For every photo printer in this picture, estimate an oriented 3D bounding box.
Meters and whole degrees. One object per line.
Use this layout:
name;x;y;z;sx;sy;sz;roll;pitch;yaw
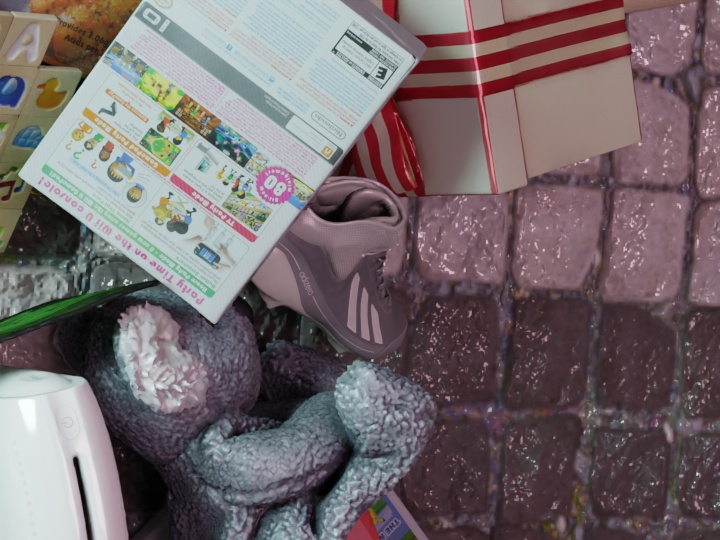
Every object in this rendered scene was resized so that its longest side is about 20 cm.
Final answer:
photo printer;-0.202;0.137;1.408;0.069;0.200;0.167;-12;99;-32

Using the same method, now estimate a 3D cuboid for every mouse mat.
mouse mat;-0.232;0.042;1.409;0.200;0.161;0.008;-20;95;-31

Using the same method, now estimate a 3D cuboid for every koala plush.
koala plush;-0.094;0.088;1.485;0.200;0.177;0.184;42;78;-21

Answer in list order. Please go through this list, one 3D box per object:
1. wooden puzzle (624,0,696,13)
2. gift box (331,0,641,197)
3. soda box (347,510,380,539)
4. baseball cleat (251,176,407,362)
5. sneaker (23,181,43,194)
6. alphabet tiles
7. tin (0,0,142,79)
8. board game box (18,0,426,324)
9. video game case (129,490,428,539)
wooden puzzle;0.193;-0.287;1.746;0.185;0.037;0.200;-13;99;-32
gift box;0.049;-0.132;1.578;0.187;0.200;0.185;-19;99;-46
soda box;-0.004;0.249;1.595;0.070;0.063;0.200;-30;107;-29
baseball cleat;0.000;0.000;1.534;0.200;0.106;0.070;25;35;-60
sneaker;-0.120;-0.043;1.529;0.200;0.078;0.112;-10;107;-23
alphabet tiles;-0.251;-0.066;1.403;0.166;0.006;0.200;0;126;-45
tin;-0.151;-0.171;1.456;0.200;0.042;0.112;22;98;-45
board game box;-0.080;-0.093;1.405;0.148;0.064;0.200;38;105;-4
video game case;-0.055;0.201;1.611;0.200;0.022;0.182;-45;113;-24
